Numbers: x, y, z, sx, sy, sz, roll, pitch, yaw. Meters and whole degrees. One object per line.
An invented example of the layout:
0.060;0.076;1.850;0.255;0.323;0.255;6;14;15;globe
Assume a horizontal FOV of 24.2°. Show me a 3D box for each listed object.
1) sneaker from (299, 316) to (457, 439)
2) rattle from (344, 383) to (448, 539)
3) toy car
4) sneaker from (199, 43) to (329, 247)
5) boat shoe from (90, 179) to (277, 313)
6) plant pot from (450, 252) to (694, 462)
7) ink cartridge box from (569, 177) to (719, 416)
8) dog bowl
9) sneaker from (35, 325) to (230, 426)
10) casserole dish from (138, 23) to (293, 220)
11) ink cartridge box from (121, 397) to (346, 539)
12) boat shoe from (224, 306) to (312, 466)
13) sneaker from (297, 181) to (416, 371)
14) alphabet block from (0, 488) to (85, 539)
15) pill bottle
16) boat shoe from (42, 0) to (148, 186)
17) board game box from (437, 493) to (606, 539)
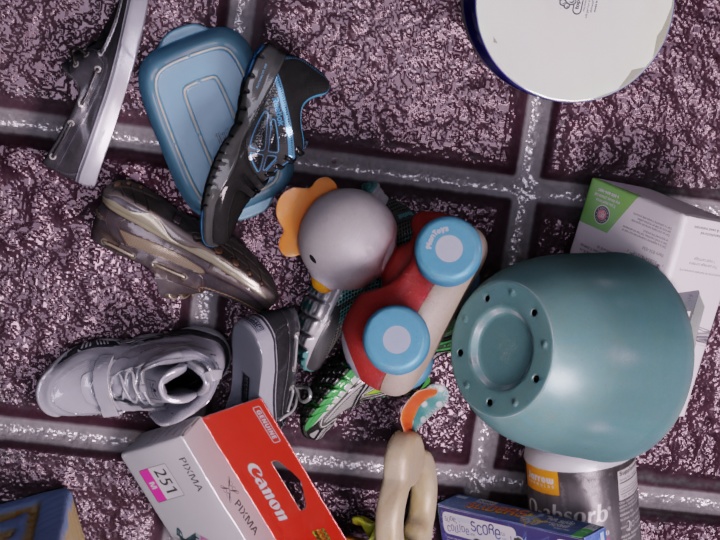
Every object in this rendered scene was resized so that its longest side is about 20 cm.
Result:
0.022;0.107;1.686;0.200;0.078;0.085;-38;103;2;sneaker
0.012;0.201;1.705;0.130;0.142;0.201;-26;120;-46;rattle
0.000;0.000;1.568;0.199;0.184;0.177;30;84;8;toy car
-0.095;-0.110;1.593;0.082;0.073;0.201;21;99;-9;sneaker
-0.175;-0.012;1.652;0.200;0.075;0.073;33;108;-4;boat shoe
0.181;0.075;1.553;0.160;0.200;0.202;7;103;-43;plant pot
0.272;0.026;1.653;0.084;0.145;0.201;8;103;-34;ink cartridge box
0.200;-0.264;1.627;0.199;0.079;0.201;-1;101;-6;dog bowl
-0.224;0.109;1.642;0.199;0.115;0.076;-13;102;-3;sneaker
-0.140;-0.142;1.639;0.121;0.039;0.201;-21;104;-1;casserole dish
-0.121;0.236;1.670;0.173;0.044;0.201;-20;106;38;ink cartridge box
-0.091;0.119;1.667;0.068;0.074;0.200;-21;130;-31;boat shoe
0.003;0.017;1.670;0.091;0.078;0.201;24;100;-14;sneaker
-0.352;0.355;1.640;0.194;0.196;0.201;-15;103;-1;alphabet block
0.226;0.222;1.711;0.116;0.116;0.201;-8;102;-4;pill bottle
-0.257;-0.182;1.607;0.066;0.070;0.201;17;107;-11;boat shoe
0.166;0.309;1.691;0.034;0.199;0.136;-18;106;-40;board game box
